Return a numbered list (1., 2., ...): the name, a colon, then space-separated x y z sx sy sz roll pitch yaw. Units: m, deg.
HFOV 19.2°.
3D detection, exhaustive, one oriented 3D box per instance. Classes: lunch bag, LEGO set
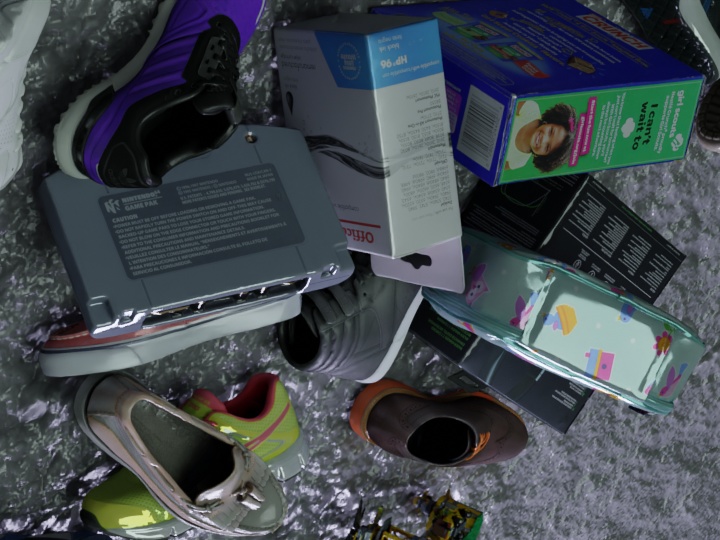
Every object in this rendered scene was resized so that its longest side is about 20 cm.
1. lunch bag: 0.151 0.037 1.605 0.199 0.160 0.077 25 90 -20
2. LEGO set: 0.013 0.268 1.810 0.154 0.115 0.201 -37 146 -62

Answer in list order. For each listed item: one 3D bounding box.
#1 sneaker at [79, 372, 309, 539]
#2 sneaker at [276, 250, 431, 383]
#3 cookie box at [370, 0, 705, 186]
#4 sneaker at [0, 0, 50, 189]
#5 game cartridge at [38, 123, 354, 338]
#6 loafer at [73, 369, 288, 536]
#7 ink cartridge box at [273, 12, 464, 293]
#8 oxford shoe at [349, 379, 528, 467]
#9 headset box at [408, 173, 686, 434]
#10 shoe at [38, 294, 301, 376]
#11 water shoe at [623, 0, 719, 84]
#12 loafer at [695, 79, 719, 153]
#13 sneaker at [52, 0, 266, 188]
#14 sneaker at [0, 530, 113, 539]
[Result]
1. sneaker: -0.130 0.135 1.612 0.200 0.078 0.091 -25 121 -36
2. sneaker: 0.000 0.000 1.637 0.099 0.071 0.201 -3 120 -46
3. cookie box: 0.128 -0.139 1.596 0.199 0.171 0.076 -10 123 -37
4. sneaker: -0.248 -0.104 1.367 0.099 0.078 0.200 17 112 -52
5. game cartridge: -0.115 -0.034 1.473 0.199 0.134 0.040 -12 161 -26
6. loafer: -0.120 0.140 1.535 0.200 0.063 0.072 39 74 -34
7. ink cartridge box: 0.007 -0.079 1.528 0.068 0.116 0.201 -17 107 -34
8. oxford shoe: 0.080 0.143 1.792 0.199 0.072 0.071 10 107 -44
9. headset box: 0.146 0.019 1.762 0.174 0.093 0.200 32 92 -47
10. shoe: -0.142 0.010 1.528 0.199 0.071 0.091 -16 102 -20
11. water shoe: 0.253 -0.242 1.735 0.079 0.071 0.200 -64 143 -33
12. loafer: 0.375 -0.166 1.866 0.200 0.076 0.068 -45 130 -12
13. sneaker: -0.108 -0.125 1.433 0.200 0.099 0.070 -52 138 -22
14. sneaker: -0.243 0.225 1.567 0.200 0.082 0.074 23 71 -63
